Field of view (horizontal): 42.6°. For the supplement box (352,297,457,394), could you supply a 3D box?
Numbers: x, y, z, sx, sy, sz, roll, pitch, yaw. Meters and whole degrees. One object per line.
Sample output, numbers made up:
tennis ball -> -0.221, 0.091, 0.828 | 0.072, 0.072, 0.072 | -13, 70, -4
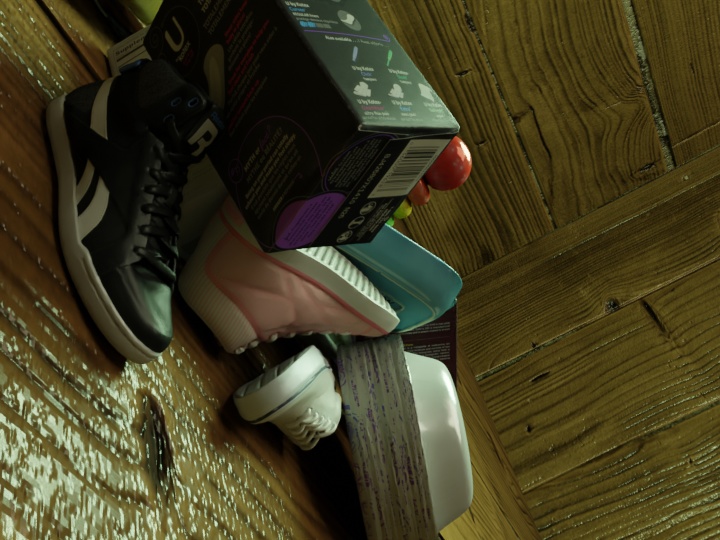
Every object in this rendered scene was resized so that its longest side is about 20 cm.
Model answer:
supplement box -> 0.047, 0.106, 0.991 | 0.061, 0.107, 0.203 | -101, -173, -59

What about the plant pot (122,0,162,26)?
plant pot -> -0.168, -0.332, 0.848 | 0.196, 0.193, 0.200 | 53, -4, 25

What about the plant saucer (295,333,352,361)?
plant saucer -> -0.072, 0.012, 0.960 | 0.202, 0.050, 0.200 | 62, 7, -13

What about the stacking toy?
stacking toy -> 0.017, -0.074, 0.911 | 0.086, 0.198, 0.085 | 60, 7, -13

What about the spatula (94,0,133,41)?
spatula -> -0.231, -0.244, 0.823 | 0.201, 0.020, 0.057 | 58, 2, -46

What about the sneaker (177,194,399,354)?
sneaker -> -0.061, 0.024, 0.739 | 0.199, 0.105, 0.076 | 32, 13, -42

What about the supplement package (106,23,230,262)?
supplement package -> -0.125, -0.112, 0.779 | 0.114, 0.108, 0.202 | 51, 15, -55

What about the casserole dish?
casserole dish -> 0.000, 0.000, 0.838 | 0.198, 0.121, 0.039 | 32, 59, -20

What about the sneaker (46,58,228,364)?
sneaker -> -0.125, -0.053, 0.569 | 0.202, 0.111, 0.073 | 67, 10, 27

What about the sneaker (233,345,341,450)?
sneaker -> -0.046, 0.105, 0.742 | 0.072, 0.072, 0.200 | 61, 7, 5

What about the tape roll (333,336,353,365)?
tape roll -> -0.014, 0.031, 1.179 | 0.202, 0.084, 0.200 | 63, 7, -15

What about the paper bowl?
paper bowl -> 0.043, 0.161, 0.861 | 0.201, 0.102, 0.204 | 169, -90, -88

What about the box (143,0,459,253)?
box -> -0.046, -0.128, 0.636 | 0.105, 0.122, 0.201 | -8, 58, -47
